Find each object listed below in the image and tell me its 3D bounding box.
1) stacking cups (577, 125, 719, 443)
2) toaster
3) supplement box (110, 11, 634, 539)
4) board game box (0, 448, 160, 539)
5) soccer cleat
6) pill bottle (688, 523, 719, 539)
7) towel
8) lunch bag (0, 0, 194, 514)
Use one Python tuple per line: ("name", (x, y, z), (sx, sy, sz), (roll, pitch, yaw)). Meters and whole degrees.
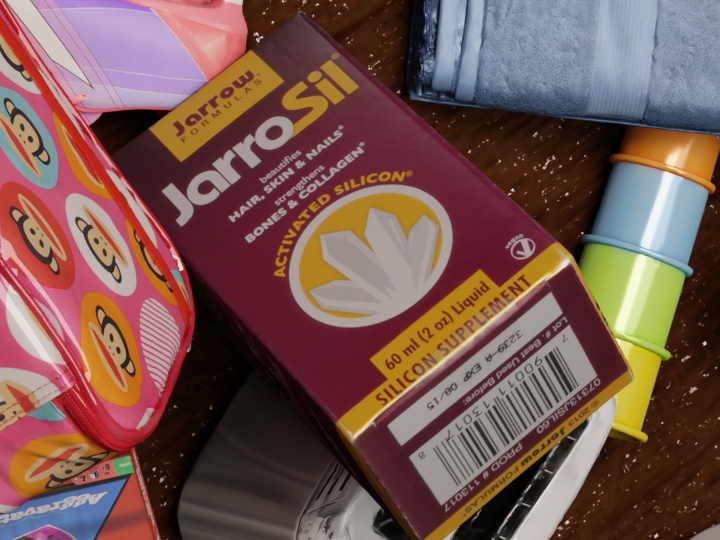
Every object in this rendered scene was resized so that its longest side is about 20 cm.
("stacking cups", (0.128, -0.025, 1.353), (0.060, 0.060, 0.200), (20, 82, -29))
("toaster", (0.022, 0.073, 1.262), (0.114, 0.129, 0.200), (43, 76, -26))
("supplement box", (0.000, 0.000, 1.176), (0.110, 0.200, 0.086), (-39, 138, -7))
("board game box", (-0.174, 0.136, 1.169), (0.200, 0.019, 0.103), (-13, 111, 4))
("soccer cleat", (-0.137, -0.096, 1.195), (0.200, 0.067, 0.077), (9, 97, -31))
("pill bottle", (0.215, 0.221, 1.392), (0.114, 0.114, 0.200), (-19, 106, -25))
("towel", (0.124, -0.119, 1.301), (0.200, 0.049, 0.112), (6, 98, -3))
("lunch bag", (-0.143, -0.025, 1.098), (0.082, 0.176, 0.200), (-29, 106, 18))
